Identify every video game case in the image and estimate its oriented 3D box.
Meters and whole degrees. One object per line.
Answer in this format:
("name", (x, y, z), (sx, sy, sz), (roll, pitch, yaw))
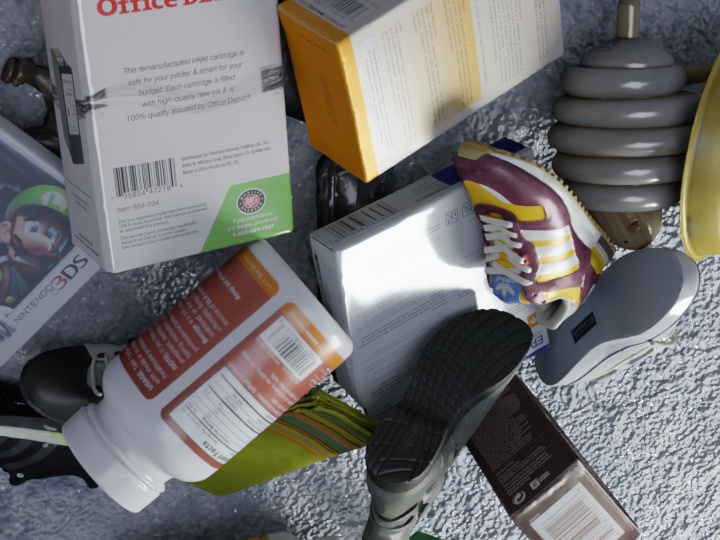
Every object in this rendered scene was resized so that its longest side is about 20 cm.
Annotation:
("video game case", (-0.298, -0.036, 0.963), (0.200, 0.023, 0.182), (38, 116, -23))

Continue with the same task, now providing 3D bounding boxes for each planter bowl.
("planter bowl", (0.326, -0.094, 1.011), (0.200, 0.083, 0.201), (-34, 132, -49))

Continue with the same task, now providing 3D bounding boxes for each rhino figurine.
("rhino figurine", (-0.215, -0.136, 0.947), (0.087, 0.060, 0.200), (16, 111, -29))

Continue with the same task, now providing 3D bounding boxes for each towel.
("towel", (-0.076, 0.147, 1.050), (0.200, 0.018, 0.086), (-25, 135, 36))

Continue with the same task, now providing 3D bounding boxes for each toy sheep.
("toy sheep", (0.213, -0.114, 1.020), (0.138, 0.138, 0.200), (-7, 100, -10))

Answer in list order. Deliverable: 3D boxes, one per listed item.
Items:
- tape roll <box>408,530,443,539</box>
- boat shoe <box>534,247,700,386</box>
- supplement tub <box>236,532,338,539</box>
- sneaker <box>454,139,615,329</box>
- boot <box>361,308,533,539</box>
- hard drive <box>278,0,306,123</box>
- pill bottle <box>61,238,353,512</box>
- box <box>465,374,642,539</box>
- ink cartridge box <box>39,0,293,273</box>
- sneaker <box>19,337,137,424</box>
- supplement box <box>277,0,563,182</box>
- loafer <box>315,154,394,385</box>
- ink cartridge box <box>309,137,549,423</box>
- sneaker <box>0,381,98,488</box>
("tape roll", (0.038, 0.330, 1.121), (0.048, 0.200, 0.201), (17, 110, 13))
("boat shoe", (0.234, 0.046, 1.080), (0.086, 0.075, 0.202), (5, 148, -27))
("supplement tub", (-0.108, 0.305, 1.105), (0.200, 0.144, 0.145), (-9, 113, -9))
("sneaker", (0.125, -0.022, 0.990), (0.200, 0.075, 0.090), (36, 82, -43))
("boot", (0.062, 0.128, 1.034), (0.200, 0.068, 0.131), (-47, 157, -31))
("hard drive", (-0.014, -0.204, 0.974), (0.135, 0.042, 0.200), (21, 106, -20))
("pill bottle", (-0.113, 0.079, 0.937), (0.200, 0.112, 0.112), (-40, 115, -2))
("box", (0.145, 0.161, 1.073), (0.075, 0.200, 0.100), (-41, 115, 3))
("ink cartridge box", (-0.133, -0.116, 0.899), (0.145, 0.084, 0.200), (-14, 113, -27))
("sneaker", (-0.165, 0.081, 1.024), (0.200, 0.074, 0.089), (6, 147, -22))
("supplement box", (0.049, -0.173, 0.927), (0.200, 0.074, 0.126), (-34, 137, -21))
("loafer", (0.000, 0.000, 1.046), (0.070, 0.068, 0.201), (-1, 109, -2))
("ink cartridge box", (0.062, 0.018, 1.041), (0.200, 0.041, 0.200), (-27, 127, -25))
("sneaker", (-0.285, 0.139, 1.037), (0.200, 0.072, 0.083), (12, 110, -17))
